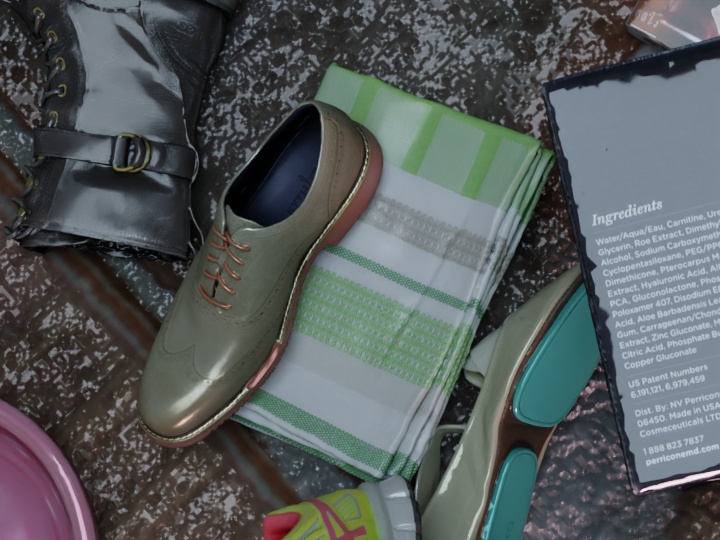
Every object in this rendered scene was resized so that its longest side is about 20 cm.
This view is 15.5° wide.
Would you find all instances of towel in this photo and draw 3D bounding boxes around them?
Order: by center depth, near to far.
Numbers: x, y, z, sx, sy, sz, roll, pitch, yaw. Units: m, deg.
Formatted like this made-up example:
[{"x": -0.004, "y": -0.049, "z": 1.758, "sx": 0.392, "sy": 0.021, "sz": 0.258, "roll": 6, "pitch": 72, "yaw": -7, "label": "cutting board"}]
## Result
[{"x": 0.000, "y": 0.000, "z": 1.409, "sx": 0.148, "sy": 0.031, "sz": 0.201, "roll": 22, "pitch": 85, "yaw": 24, "label": "towel"}]

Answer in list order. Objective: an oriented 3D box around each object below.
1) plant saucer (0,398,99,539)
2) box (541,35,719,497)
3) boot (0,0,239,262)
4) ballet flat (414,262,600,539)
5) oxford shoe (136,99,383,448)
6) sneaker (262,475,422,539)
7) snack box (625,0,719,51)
[{"x": -0.232, "y": 0.161, "z": 1.417, "sx": 0.199, "sy": 0.051, "sz": 0.202, "roll": -1, "pitch": 81, "yaw": 9, "label": "plant saucer"}, {"x": 0.178, "y": 0.001, "z": 1.308, "sx": 0.117, "sy": 0.197, "sz": 0.202, "roll": -14, "pitch": 84, "yaw": 12, "label": "box"}, {"x": -0.163, "y": -0.097, "z": 1.441, "sx": 0.199, "sy": 0.069, "sz": 0.175, "roll": 14, "pitch": 83, "yaw": 7, "label": "boot"}, {"x": 0.072, "y": 0.079, "z": 1.392, "sx": 0.069, "sy": 0.069, "sz": 0.201, "roll": 22, "pitch": 86, "yaw": 10, "label": "ballet flat"}, {"x": -0.066, "y": -0.003, "z": 1.383, "sx": 0.071, "sy": 0.074, "sz": 0.201, "roll": 26, "pitch": 84, "yaw": 27, "label": "oxford shoe"}, {"x": -0.009, "y": 0.167, "z": 1.283, "sx": 0.090, "sy": 0.200, "sz": 0.079, "roll": -3, "pitch": 108, "yaw": -5, "label": "sneaker"}, {"x": 0.245, "y": -0.114, "z": 1.414, "sx": 0.199, "sy": 0.024, "sz": 0.072, "roll": 29, "pitch": 87, "yaw": 10, "label": "snack box"}]
